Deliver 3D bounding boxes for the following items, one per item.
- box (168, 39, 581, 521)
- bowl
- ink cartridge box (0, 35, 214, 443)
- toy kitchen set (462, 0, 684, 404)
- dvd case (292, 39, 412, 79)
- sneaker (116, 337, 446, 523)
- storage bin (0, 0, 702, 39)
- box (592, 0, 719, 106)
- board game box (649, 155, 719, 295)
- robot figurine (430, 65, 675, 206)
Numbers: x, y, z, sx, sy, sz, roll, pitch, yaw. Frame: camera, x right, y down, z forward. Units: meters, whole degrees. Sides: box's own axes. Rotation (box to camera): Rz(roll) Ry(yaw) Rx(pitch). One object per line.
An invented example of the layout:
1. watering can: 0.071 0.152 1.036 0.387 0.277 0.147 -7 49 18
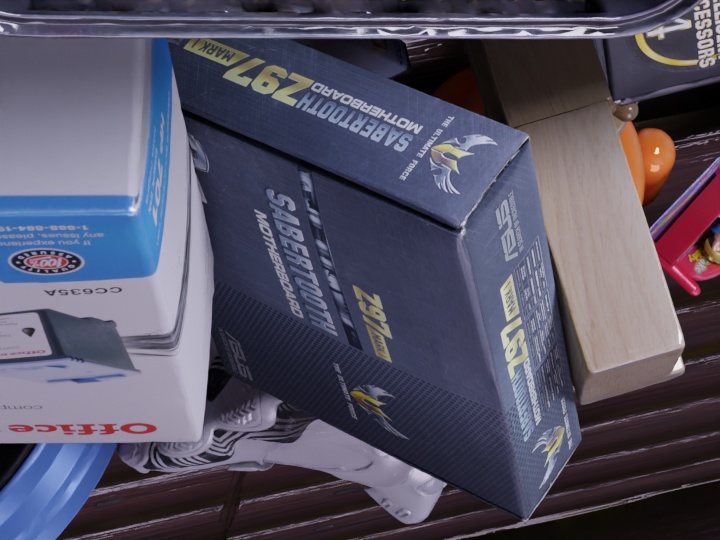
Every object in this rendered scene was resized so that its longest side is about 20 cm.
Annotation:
1. box: 0.000 0.000 0.820 0.157 0.051 0.200 24 153 26
2. bowl: -0.204 0.084 1.093 0.200 0.201 0.039 -22 132 29
3. ink cartridge box: -0.131 -0.011 0.726 0.146 0.086 0.200 -1 154 2
4. toy kitchen set: 0.157 -0.057 0.873 0.199 0.181 0.163 -16 167 0
5. dvd case: -0.083 -0.084 0.878 0.142 0.018 0.200 -21 165 24
6. sneaker: -0.025 0.077 1.019 0.115 0.075 0.200 37 141 -28
7. storage bin: -0.003 -0.133 0.502 0.199 0.094 0.135 -1 147 -14
8. box: 0.139 -0.145 0.647 0.161 0.049 0.200 -15 143 2
9. board game box: 0.195 -0.034 1.103 0.158 0.039 0.200 -46 172 12
10. robot figurine: 0.069 -0.032 1.029 0.144 0.116 0.200 -52 175 -16
